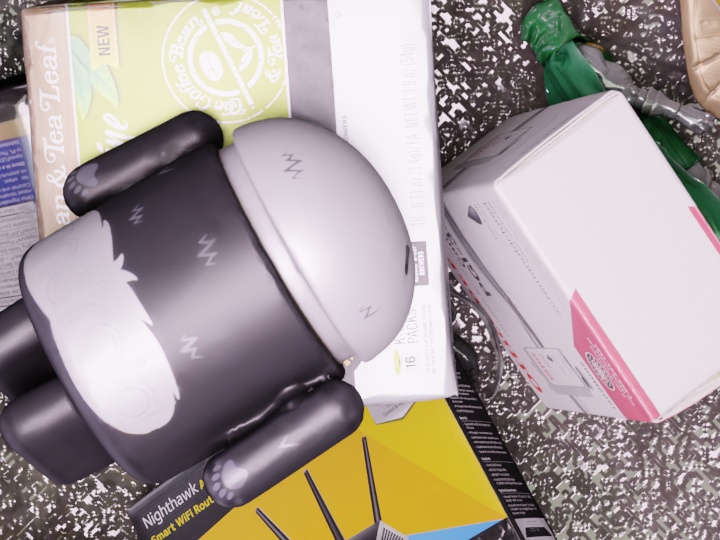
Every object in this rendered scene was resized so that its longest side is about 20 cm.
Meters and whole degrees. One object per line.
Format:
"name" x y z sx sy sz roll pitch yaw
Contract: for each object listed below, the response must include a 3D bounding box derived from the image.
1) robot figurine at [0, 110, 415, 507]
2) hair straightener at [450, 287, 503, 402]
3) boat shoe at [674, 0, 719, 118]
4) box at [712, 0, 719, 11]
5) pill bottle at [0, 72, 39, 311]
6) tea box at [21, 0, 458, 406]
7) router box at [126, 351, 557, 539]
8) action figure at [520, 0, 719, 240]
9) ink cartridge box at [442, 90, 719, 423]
"robot figurine" -0.072 0.017 1.307 0.199 0.125 0.151 -30 102 3
"hair straightener" 0.000 0.000 1.564 0.200 0.077 0.041 42 70 -4
"boat shoe" 0.189 -0.181 1.540 0.071 0.065 0.202 -8 101 -2
"box" 0.246 -0.155 1.470 0.112 0.101 0.200 -45 113 -11
"pill bottle" -0.151 -0.005 1.550 0.111 0.112 0.201 -14 98 3
"tea box" -0.057 -0.038 1.427 0.195 0.134 0.202 -5 97 1
"router box" -0.010 0.139 1.546 0.200 0.051 0.150 -37 70 22
"action figure" 0.154 -0.062 1.551 0.055 0.118 0.200 -39 87 -14
"ink cartridge box" 0.113 -0.004 1.492 0.083 0.200 0.147 -36 96 -10
